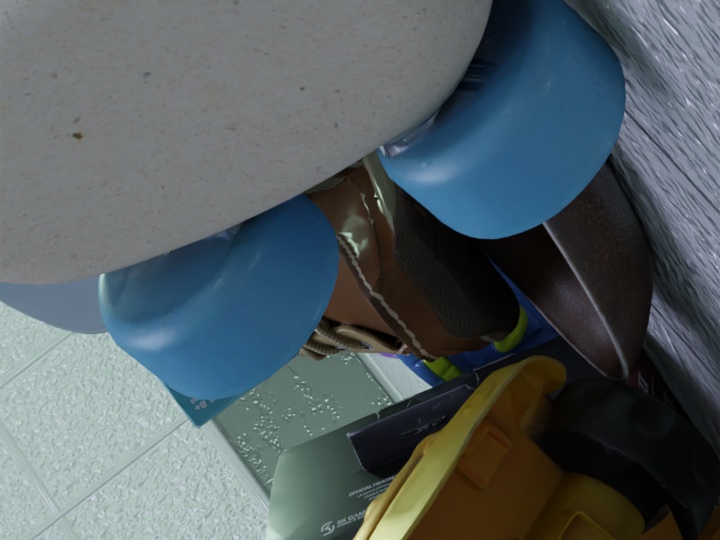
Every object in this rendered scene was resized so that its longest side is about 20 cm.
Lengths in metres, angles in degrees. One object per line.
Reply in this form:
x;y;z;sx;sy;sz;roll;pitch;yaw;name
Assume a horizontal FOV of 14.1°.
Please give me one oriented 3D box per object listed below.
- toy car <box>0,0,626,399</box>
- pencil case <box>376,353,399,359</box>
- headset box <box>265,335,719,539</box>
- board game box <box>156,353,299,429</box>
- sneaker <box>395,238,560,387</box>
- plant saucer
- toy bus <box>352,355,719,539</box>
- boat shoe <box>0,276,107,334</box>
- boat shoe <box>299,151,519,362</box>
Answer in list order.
-0.050;-0.110;0.730;0.184;0.176;0.201;39;-146;-35;toy car
-0.009;-0.041;1.150;0.200;0.085;0.084;60;-170;-52;pencil case
0.067;0.118;1.069;0.200;0.148;0.075;55;-156;-28;headset box
-0.072;-0.056;1.279;0.200;0.151;0.047;53;-178;-12;board game box
0.080;0.049;1.121;0.200;0.071;0.083;49;-156;-15;sneaker
0.031;-0.054;0.890;0.201;0.032;0.200;53;178;3;plant saucer
0.060;0.130;0.938;0.200;0.136;0.192;41;161;-17;toy bus
-0.150;-0.069;1.137;0.200;0.091;0.071;43;136;-17;boat shoe
0.000;0.000;0.986;0.076;0.074;0.200;51;-178;-12;boat shoe
